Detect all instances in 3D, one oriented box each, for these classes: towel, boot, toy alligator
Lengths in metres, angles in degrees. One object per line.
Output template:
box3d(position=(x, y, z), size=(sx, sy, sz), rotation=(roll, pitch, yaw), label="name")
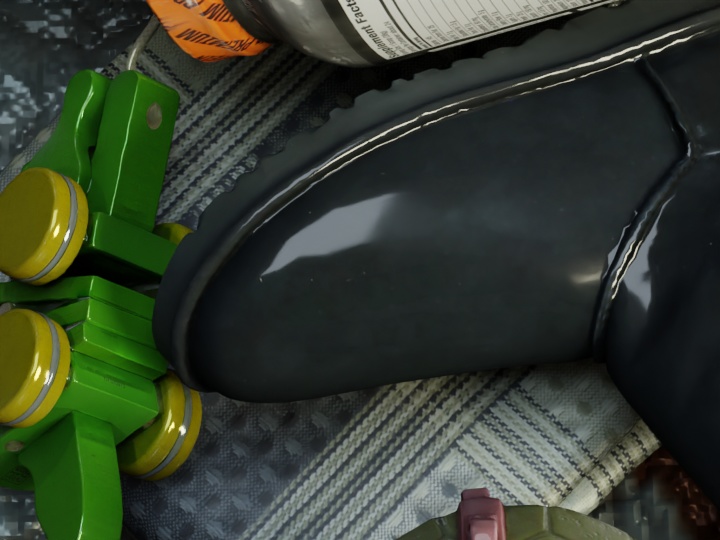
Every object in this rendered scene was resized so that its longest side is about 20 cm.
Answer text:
box3d(position=(0.000, 0.000, 0.810), size=(0.192, 0.035, 0.200), rotation=(42, 77, 17), label="towel")
box3d(position=(0.069, 0.020, 0.719), size=(0.199, 0.077, 0.168), rotation=(-26, 54, -17), label="boot")
box3d(position=(-0.076, -0.010, 0.774), size=(0.054, 0.059, 0.201), rotation=(-15, 61, 42), label="toy alligator")

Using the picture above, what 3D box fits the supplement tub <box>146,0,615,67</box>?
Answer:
box3d(position=(0.038, -0.125, 0.736), size=(0.199, 0.123, 0.123), rotation=(-13, 68, 16), label="supplement tub")

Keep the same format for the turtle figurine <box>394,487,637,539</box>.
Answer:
box3d(position=(0.027, 0.103, 0.684), size=(0.199, 0.150, 0.101), rotation=(3, 86, 0), label="turtle figurine")
